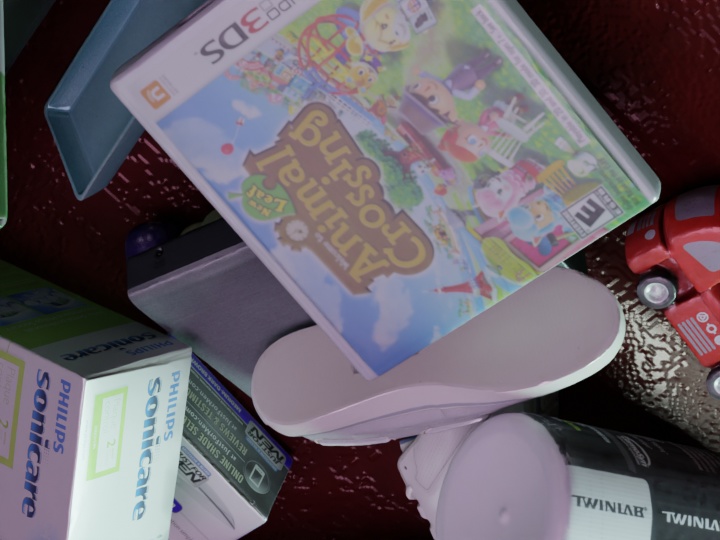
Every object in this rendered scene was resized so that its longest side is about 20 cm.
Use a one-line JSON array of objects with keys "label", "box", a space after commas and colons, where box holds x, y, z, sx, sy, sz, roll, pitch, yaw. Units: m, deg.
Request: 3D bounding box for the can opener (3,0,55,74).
[{"label": "can opener", "box": [-0.204, -0.103, 1.203, 0.066, 0.053, 0.200, 9, 133, -33]}]

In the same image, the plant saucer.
[{"label": "plant saucer", "box": [-0.102, -0.125, 1.150, 0.019, 0.070, 0.200, 8, 134, -38]}]

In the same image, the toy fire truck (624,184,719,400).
[{"label": "toy fire truck", "box": [0.243, 0.027, 1.157, 0.141, 0.049, 0.200, -29, 110, 28]}]

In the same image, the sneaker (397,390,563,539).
[{"label": "sneaker", "box": [0.066, 0.123, 1.259, 0.087, 0.075, 0.201, 7, 113, 20]}]

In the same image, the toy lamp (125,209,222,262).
[{"label": "toy lamp", "box": [-0.036, -0.046, 1.183, 0.200, 0.058, 0.058, -28, 111, 29]}]

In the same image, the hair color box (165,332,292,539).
[{"label": "hair color box", "box": [-0.149, 0.133, 1.320, 0.200, 0.065, 0.109, -33, 107, 32]}]

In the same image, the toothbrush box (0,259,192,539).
[{"label": "toothbrush box", "box": [-0.196, 0.083, 1.222, 0.200, 0.086, 0.146, 22, 113, 33]}]

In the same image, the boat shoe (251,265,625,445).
[{"label": "boat shoe", "box": [0.045, 0.052, 1.169, 0.199, 0.072, 0.069, -20, 154, 16]}]

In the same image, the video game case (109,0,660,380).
[{"label": "video game case", "box": [0.011, -0.064, 1.070, 0.182, 0.022, 0.200, -33, 107, 26]}]

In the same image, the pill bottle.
[{"label": "pill bottle", "box": [0.146, 0.139, 1.183, 0.199, 0.106, 0.106, 13, 132, -35]}]

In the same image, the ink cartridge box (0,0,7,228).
[{"label": "ink cartridge box", "box": [-0.246, -0.065, 1.112, 0.083, 0.147, 0.200, 5, 161, -29]}]

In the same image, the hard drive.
[{"label": "hard drive", "box": [0.000, 0.000, 1.175, 0.199, 0.033, 0.140, -22, 142, 22]}]
